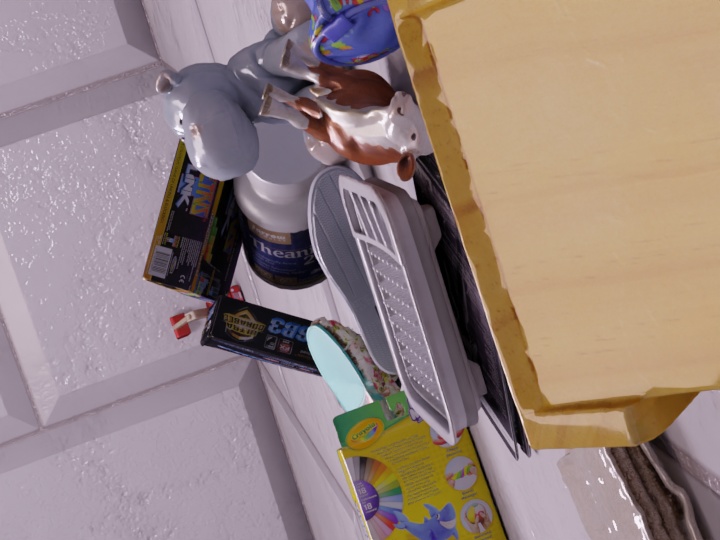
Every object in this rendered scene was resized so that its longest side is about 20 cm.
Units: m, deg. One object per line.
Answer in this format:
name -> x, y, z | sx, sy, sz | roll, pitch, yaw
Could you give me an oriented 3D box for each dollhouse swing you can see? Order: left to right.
dollhouse swing -> 0.130, -0.051, 0.635 | 0.181, 0.174, 0.202 | -27, -80, -57

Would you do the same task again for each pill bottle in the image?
pill bottle -> -0.071, -0.071, 1.585 | 0.201, 0.110, 0.112 | 88, 160, -63

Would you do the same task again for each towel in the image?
towel -> 0.169, 0.173, 0.878 | 0.133, 0.034, 0.202 | 93, 155, -71

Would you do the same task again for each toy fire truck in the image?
toy fire truck -> -0.330, 0.090, 3.366 | 0.200, 0.139, 0.049 | 138, 112, -71

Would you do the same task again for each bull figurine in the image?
bull figurine -> -0.008, -0.116, 1.130 | 0.200, 0.120, 0.066 | -123, 57, -81

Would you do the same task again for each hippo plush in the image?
hippo plush -> -0.100, -0.171, 1.390 | 0.160, 0.159, 0.201 | 82, 166, -52

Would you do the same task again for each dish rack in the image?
dish rack -> 0.043, 0.021, 1.197 | 0.172, 0.043, 0.202 | -148, 40, -75

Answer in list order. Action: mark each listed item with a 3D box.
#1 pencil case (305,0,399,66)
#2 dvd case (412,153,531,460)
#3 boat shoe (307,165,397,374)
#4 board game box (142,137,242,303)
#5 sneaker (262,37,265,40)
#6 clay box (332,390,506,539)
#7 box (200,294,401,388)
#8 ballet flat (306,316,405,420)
pencil case -> -0.030, -0.238, 1.069 | 0.078, 0.086, 0.202 | -36, 69, 39
dvd case -> 0.080, 0.021, 1.156 | 0.149, 0.016, 0.202 | -122, 16, -54
boat shoe -> 0.000, 0.000, 1.435 | 0.062, 0.071, 0.202 | -131, 21, -77
board game box -> -0.153, -0.072, 1.608 | 0.165, 0.056, 0.203 | 32, -108, -80
sneaker -> -0.102, -0.190, 1.614 | 0.200, 0.081, 0.078 | 121, 130, -80
clay box -> 0.056, 0.207, 1.378 | 0.048, 0.114, 0.202 | 124, 127, -80
box -> -0.062, 0.077, 1.605 | 0.198, 0.197, 0.050 | 149, 136, -79
ballet flat -> 0.022, 0.125, 1.473 | 0.201, 0.063, 0.076 | 57, 144, 15
